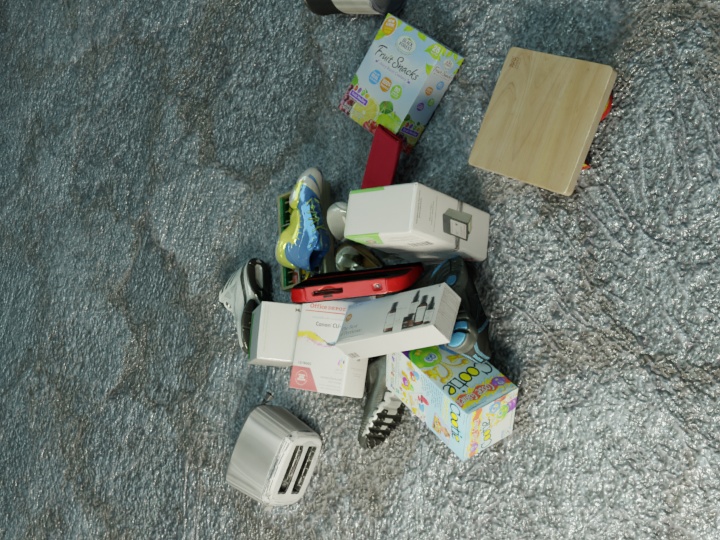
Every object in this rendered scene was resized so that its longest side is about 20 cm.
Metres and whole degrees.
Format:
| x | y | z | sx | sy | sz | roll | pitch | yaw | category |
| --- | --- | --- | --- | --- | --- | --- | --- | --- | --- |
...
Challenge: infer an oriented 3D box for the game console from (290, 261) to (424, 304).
| x | y | z | sx | sy | sz | roll | pitch | yaw | category |
| --- | --- | --- | --- | --- | --- | --- | --- | --- | --- |
| -0.004 | 0.020 | 1.594 | 0.200 | 0.177 | 0.031 | -6 | 96 | 15 | game console |

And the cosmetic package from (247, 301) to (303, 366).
| x | y | z | sx | sy | sz | roll | pitch | yaw | category |
| --- | --- | --- | --- | --- | --- | --- | --- | --- | --- |
| -0.156 | 0.120 | 1.777 | 0.200 | 0.085 | 0.108 | 138 | 137 | -76 | cosmetic package |

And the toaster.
| x | y | z | sx | sy | sz | roll | pitch | yaw | category |
| --- | --- | --- | --- | --- | --- | --- | --- | --- | --- |
| -0.156 | 0.338 | 1.775 | 0.129 | 0.114 | 0.200 | 25 | 96 | 39 | toaster |

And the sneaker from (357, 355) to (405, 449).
| x | y | z | sx | sy | sz | roll | pitch | yaw | category |
| --- | --- | --- | --- | --- | --- | --- | --- | --- | --- |
| 0.037 | 0.207 | 1.658 | 0.090 | 0.066 | 0.200 | 28 | 96 | 46 | sneaker |

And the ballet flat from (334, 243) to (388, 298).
| x | y | z | sx | sy | sz | roll | pitch | yaw | category |
| --- | --- | --- | --- | --- | --- | --- | --- | --- | --- |
| 0.000 | 0.000 | 1.732 | 0.200 | 0.072 | 0.068 | 41 | 108 | 41 | ballet flat |

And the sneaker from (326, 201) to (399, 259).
| x | y | z | sx | sy | sz | roll | pitch | yaw | category |
| --- | --- | --- | --- | --- | --- | --- | --- | --- | --- |
| 0.011 | -0.083 | 1.656 | 0.070 | 0.200 | 0.080 | -22 | 60 | 33 | sneaker |

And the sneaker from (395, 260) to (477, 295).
| x | y | z | sx | sy | sz | roll | pitch | yaw | category |
| --- | --- | --- | --- | --- | --- | --- | --- | --- | --- |
| 0.106 | 0.059 | 1.614 | 0.200 | 0.104 | 0.060 | -29 | 63 | -10 | sneaker |

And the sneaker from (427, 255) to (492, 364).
| x | y | z | sx | sy | sz | roll | pitch | yaw | category |
| --- | --- | --- | --- | --- | --- | --- | --- | --- | --- |
| 0.158 | 0.062 | 1.516 | 0.073 | 0.082 | 0.200 | -31 | 39 | 27 | sneaker |

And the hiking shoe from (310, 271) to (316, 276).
| x | y | z | sx | sy | sz | roll | pitch | yaw | category |
| --- | --- | --- | --- | --- | --- | --- | --- | --- | --- |
| -0.065 | 0.107 | 1.758 | 0.074 | 0.087 | 0.200 | -19 | 68 | 39 | hiking shoe |

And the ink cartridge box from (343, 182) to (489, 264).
| x | y | z | sx | sy | sz | roll | pitch | yaw | category |
| --- | --- | --- | --- | --- | --- | --- | --- | --- | --- |
| 0.095 | -0.073 | 1.573 | 0.145 | 0.200 | 0.084 | -3 | 76 | 42 | ink cartridge box |

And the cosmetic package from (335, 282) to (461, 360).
| x | y | z | sx | sy | sz | roll | pitch | yaw | category |
| --- | --- | --- | --- | --- | --- | --- | --- | --- | --- |
| 0.056 | 0.080 | 1.494 | 0.200 | 0.051 | 0.083 | -15 | 42 | 40 | cosmetic package |

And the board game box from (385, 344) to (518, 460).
| x | y | z | sx | sy | sz | roll | pitch | yaw | category |
| --- | --- | --- | --- | --- | --- | --- | --- | --- | --- |
| 0.140 | 0.182 | 1.514 | 0.200 | 0.103 | 0.105 | 42 | 143 | 41 | board game box |

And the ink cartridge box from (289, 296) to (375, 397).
| x | y | z | sx | sy | sz | roll | pitch | yaw | category |
| --- | --- | --- | --- | --- | --- | --- | --- | --- | --- |
| -0.045 | 0.112 | 1.658 | 0.116 | 0.067 | 0.200 | 4 | 82 | 33 | ink cartridge box |

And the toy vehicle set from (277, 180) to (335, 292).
| x | y | z | sx | sy | sz | roll | pitch | yaw | category |
| --- | --- | --- | --- | --- | --- | --- | --- | --- | --- |
| -0.107 | -0.067 | 1.879 | 0.124 | 0.027 | 0.200 | -18 | 68 | 39 | toy vehicle set |

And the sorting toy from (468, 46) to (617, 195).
| x | y | z | sx | sy | sz | roll | pitch | yaw | category |
| --- | --- | --- | --- | --- | --- | --- | --- | --- | --- |
| 0.295 | -0.231 | 1.512 | 0.199 | 0.070 | 0.200 | 25 | 97 | 43 | sorting toy |

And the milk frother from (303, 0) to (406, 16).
| x | y | z | sx | sy | sz | roll | pitch | yaw | category |
| --- | --- | --- | --- | --- | --- | --- | --- | --- | --- |
| -0.031 | -0.586 | 1.812 | 0.188 | 0.200 | 0.181 | 14 | 86 | 44 | milk frother |

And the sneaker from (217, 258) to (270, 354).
| x | y | z | sx | sy | sz | roll | pitch | yaw | category |
| --- | --- | --- | --- | --- | --- | --- | --- | --- | --- |
| -0.234 | 0.085 | 1.944 | 0.115 | 0.076 | 0.201 | -28 | 54 | 45 | sneaker |

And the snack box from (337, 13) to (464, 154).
| x | y | z | sx | sy | sz | roll | pitch | yaw | category |
| --- | --- | --- | --- | --- | --- | --- | --- | --- | --- |
| 0.070 | -0.340 | 1.749 | 0.169 | 0.068 | 0.200 | 42 | 108 | 39 | snack box |

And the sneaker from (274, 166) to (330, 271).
| x | y | z | sx | sy | sz | roll | pitch | yaw | category |
| --- | --- | --- | --- | --- | --- | --- | --- | --- | --- |
| -0.086 | -0.089 | 1.806 | 0.105 | 0.076 | 0.200 | 26 | 105 | 31 | sneaker |

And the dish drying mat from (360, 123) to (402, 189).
| x | y | z | sx | sy | sz | roll | pitch | yaw | category |
| --- | --- | --- | --- | --- | --- | --- | --- | --- | --- |
| 0.032 | -0.157 | 1.729 | 0.077 | 0.018 | 0.200 | 42 | 132 | 39 | dish drying mat |
